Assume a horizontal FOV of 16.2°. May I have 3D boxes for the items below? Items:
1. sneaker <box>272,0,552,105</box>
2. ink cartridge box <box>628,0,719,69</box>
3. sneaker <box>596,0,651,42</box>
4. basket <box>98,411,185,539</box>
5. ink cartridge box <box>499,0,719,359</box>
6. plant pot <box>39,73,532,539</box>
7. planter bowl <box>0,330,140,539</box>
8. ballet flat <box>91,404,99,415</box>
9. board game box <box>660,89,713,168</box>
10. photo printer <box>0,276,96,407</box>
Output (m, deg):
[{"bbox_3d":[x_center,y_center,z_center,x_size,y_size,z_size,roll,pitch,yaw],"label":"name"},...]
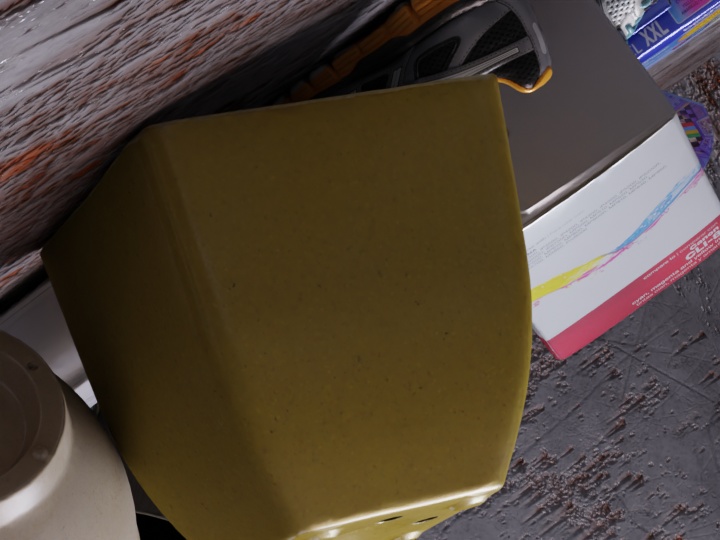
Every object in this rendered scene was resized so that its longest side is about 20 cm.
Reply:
[{"bbox_3d":[0.020,-0.091,1.359,0.200,0.077,0.078,-35,179,37],"label":"sneaker"},{"bbox_3d":[0.204,-0.193,1.812,0.136,0.077,0.200,-35,175,15],"label":"ink cartridge box"},{"bbox_3d":[0.155,-0.157,1.694,0.200,0.087,0.078,-35,178,19],"label":"sneaker"},{"bbox_3d":[-0.155,0.160,1.858,0.200,0.179,0.136,-87,-161,-52],"label":"basket"},{"bbox_3d":[0.117,-0.068,1.535,0.144,0.146,0.200,-35,154,4],"label":"ink cartridge box"},{"bbox_3d":[-0.023,0.039,1.259,0.193,0.201,0.195,-10,166,-25],"label":"plant pot"},{"bbox_3d":[-0.205,0.111,1.251,0.200,0.200,0.135,-33,150,-31],"label":"planter bowl"},{"bbox_3d":[-0.278,0.132,1.831,0.200,0.071,0.071,-33,177,0],"label":"ballet flat"},{"bbox_3d":[0.169,-0.118,1.925,0.158,0.199,0.039,-48,149,-38],"label":"board game box"},{"bbox_3d":[-0.173,0.046,1.482,0.200,0.070,0.166,-35,177,27],"label":"photo printer"}]
